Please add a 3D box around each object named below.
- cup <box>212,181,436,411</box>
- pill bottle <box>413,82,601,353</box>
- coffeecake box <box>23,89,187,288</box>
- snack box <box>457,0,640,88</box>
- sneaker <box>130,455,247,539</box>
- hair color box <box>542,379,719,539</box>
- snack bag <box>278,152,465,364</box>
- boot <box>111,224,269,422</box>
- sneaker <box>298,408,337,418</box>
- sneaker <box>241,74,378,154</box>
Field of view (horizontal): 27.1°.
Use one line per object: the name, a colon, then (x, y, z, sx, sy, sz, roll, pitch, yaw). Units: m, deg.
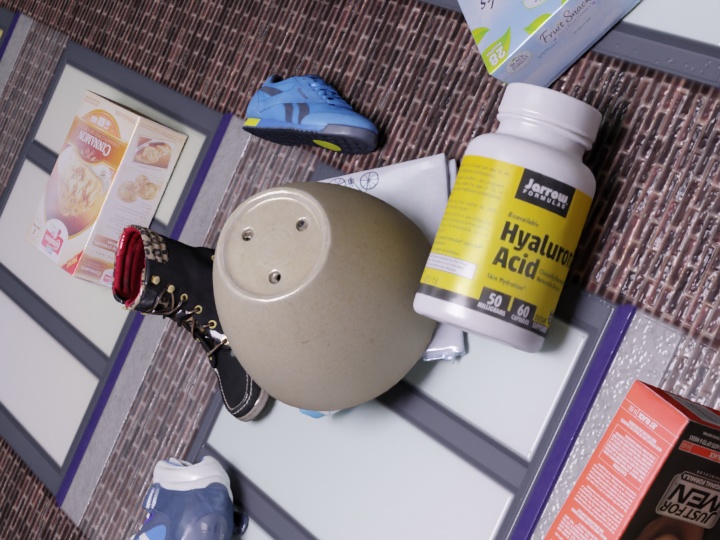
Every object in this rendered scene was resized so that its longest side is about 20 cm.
cup: (-0.047, 0.004, 1.270, 0.200, 0.143, 0.201, -8, 67, 19)
pill bottle: (0.124, -0.043, 1.206, 0.111, 0.111, 0.201, 16, 86, 52)
coffeecake box: (-0.306, -0.096, 1.778, 0.153, 0.073, 0.201, 28, 96, 51)
snack box: (0.160, -0.280, 1.308, 0.169, 0.068, 0.200, -43, 46, 28)
sneaker: (-0.194, 0.264, 1.483, 0.200, 0.080, 0.147, -37, 40, 39)
hair color box: (0.188, 0.184, 1.033, 0.061, 0.101, 0.200, 40, 106, 50)
snack bag: (0.000, 0.000, 1.346, 0.188, 0.021, 0.201, -10, 63, 19)
boot: (-0.166, 0.047, 1.479, 0.073, 0.150, 0.201, -36, 48, 35)
sneaker: (-0.053, 0.049, 1.407, 0.072, 0.072, 0.200, -36, 47, 21)
sneaker: (-0.047, -0.165, 1.505, 0.200, 0.066, 0.079, 15, 82, 52)
